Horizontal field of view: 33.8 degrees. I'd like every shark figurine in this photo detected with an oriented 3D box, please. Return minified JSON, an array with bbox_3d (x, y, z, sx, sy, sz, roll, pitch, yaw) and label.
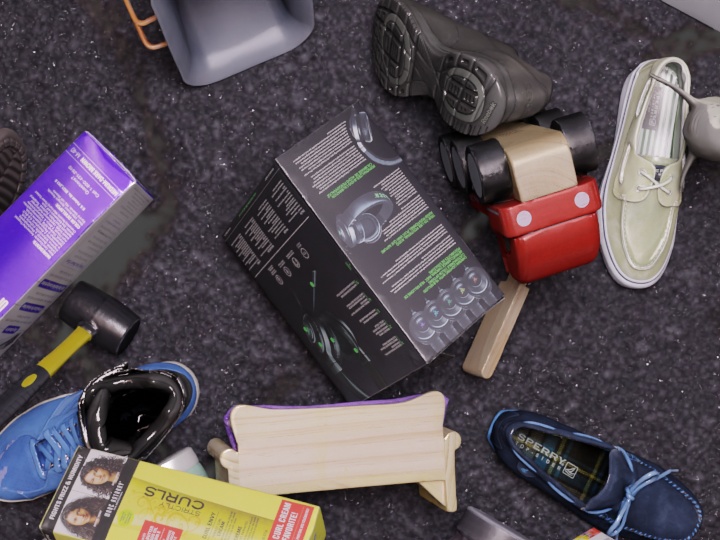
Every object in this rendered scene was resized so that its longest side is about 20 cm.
[{"bbox_3d":[0.305,-0.103,0.996,0.127,0.213,0.091,33,113,31],"label":"shark figurine"}]

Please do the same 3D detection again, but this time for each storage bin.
[{"bbox_3d":[-0.130,-0.258,0.962,0.144,0.200,0.136,-23,77,-4],"label":"storage bin"}]

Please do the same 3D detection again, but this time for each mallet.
[{"bbox_3d":[-0.257,0.071,0.944,0.065,0.200,0.041,36,127,10],"label":"mallet"}]

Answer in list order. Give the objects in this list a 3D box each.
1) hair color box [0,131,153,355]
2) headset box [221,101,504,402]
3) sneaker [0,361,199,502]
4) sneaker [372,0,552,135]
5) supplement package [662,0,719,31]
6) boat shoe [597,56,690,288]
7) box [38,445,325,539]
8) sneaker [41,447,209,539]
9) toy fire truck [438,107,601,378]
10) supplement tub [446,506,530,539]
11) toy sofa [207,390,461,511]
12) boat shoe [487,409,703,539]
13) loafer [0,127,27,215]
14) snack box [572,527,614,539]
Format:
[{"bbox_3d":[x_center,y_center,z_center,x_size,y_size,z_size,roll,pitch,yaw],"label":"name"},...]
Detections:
[{"bbox_3d":[-0.266,-0.016,0.973,0.065,0.109,0.200,42,85,1],"label":"hair color box"},{"bbox_3d":[0.000,0.000,0.944,0.092,0.174,0.201,-37,87,-26],"label":"headset box"},{"bbox_3d":[-0.228,0.132,0.964,0.197,0.111,0.078,-22,88,-4],"label":"sneaker"},{"bbox_3d":[0.080,-0.172,0.990,0.090,0.200,0.077,-10,130,-33],"label":"sneaker"},{"bbox_3d":[0.330,-0.281,0.972,0.154,0.200,0.112,28,86,-1],"label":"supplement package"},{"bbox_3d":[0.246,-0.087,1.025,0.071,0.062,0.204,5,86,-2],"label":"boat shoe"},{"bbox_3d":[-0.129,0.193,0.872,0.197,0.050,0.076,12,55,14],"label":"box"},{"bbox_3d":[-0.196,0.248,0.972,0.199,0.074,0.119,-31,89,-11],"label":"sneaker"},{"bbox_3d":[0.128,-0.017,0.969,0.127,0.176,0.203,-17,102,-4],"label":"toy fire truck"},{"bbox_3d":[0.072,0.299,0.971,0.106,0.107,0.202,28,85,-1],"label":"supplement tub"},{"bbox_3d":[-0.022,0.150,0.969,0.196,0.083,0.100,-3,89,-15],"label":"toy sofa"},{"bbox_3d":[0.199,0.184,1.003,0.197,0.069,0.085,20,86,-1],"label":"boat shoe"},{"bbox_3d":[-0.357,-0.042,0.987,0.070,0.073,0.201,29,76,21],"label":"loafer"},{"bbox_3d":[0.135,0.317,0.913,0.198,0.067,0.172,-16,117,-42],"label":"snack box"}]
